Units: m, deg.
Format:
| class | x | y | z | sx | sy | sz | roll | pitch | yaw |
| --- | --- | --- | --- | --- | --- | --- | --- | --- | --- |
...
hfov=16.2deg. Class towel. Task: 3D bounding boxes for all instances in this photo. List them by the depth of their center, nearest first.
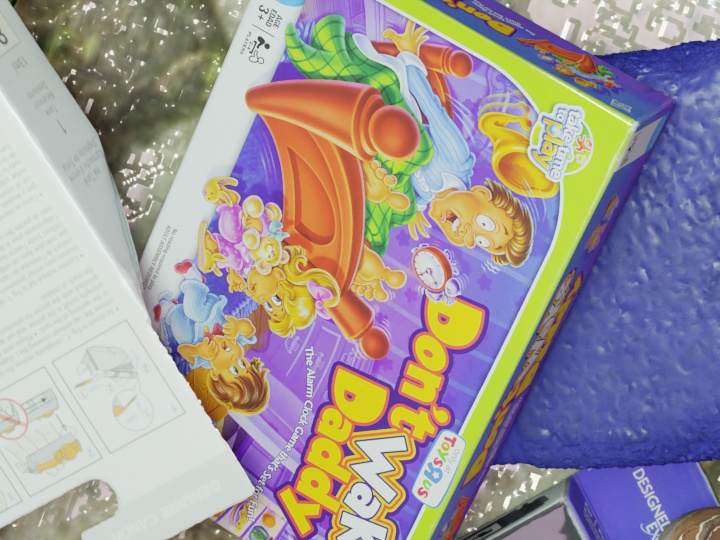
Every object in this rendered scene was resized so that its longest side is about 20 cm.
| class | x | y | z | sx | sy | sz | roll | pitch | yaw |
| --- | --- | --- | --- | --- | --- | --- | --- | --- | --- |
| towel | 0.055 | -0.002 | 0.892 | 0.199 | 0.050 | 0.148 | -5 | 102 | 24 |

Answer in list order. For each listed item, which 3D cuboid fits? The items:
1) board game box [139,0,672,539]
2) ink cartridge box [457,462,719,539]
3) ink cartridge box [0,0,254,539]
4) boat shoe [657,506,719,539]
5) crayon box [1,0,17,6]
| class | x | y | z | sx | sy | sz | roll | pitch | yaw |
| --- | --- | --- | --- | --- | --- | --- | --- | --- | --- |
| board game box | 0.000 | 0.000 | 0.855 | 0.134 | 0.045 | 0.201 | 30 | 113 | 14 |
| ink cartridge box | 0.081 | 0.189 | 0.956 | 0.199 | 0.043 | 0.199 | -29 | 98 | -5 |
| ink cartridge box | -0.144 | 0.016 | 0.876 | 0.162 | 0.057 | 0.200 | -28 | 104 | 25 |
| boat shoe | 0.165 | 0.180 | 0.924 | 0.076 | 0.072 | 0.201 | -22 | 92 | -36 |
| crayon box | -0.145 | -0.163 | 0.843 | 0.127 | 0.051 | 0.200 | 31 | 123 | -9 |
